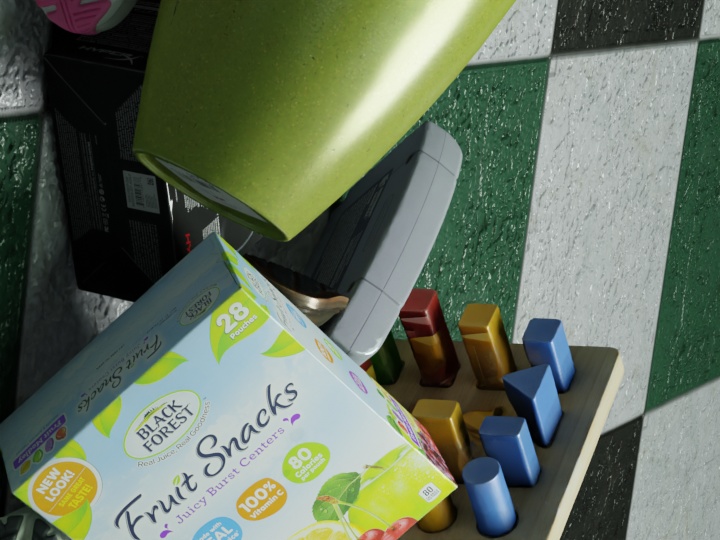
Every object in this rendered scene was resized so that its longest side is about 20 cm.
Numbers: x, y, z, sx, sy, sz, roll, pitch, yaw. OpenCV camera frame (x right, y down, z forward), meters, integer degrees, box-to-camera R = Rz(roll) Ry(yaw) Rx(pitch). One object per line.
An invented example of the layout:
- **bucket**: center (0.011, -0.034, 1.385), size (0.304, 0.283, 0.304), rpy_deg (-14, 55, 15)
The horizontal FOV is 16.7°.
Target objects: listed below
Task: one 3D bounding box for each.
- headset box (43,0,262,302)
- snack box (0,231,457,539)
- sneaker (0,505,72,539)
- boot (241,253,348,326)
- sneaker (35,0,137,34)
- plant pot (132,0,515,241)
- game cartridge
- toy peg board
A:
- **headset box**: center (-0.087, -0.093, 1.390), size (0.200, 0.077, 0.150), rpy_deg (-48, 141, -48)
- **snack box**: center (-0.073, 0.104, 1.347), size (0.169, 0.068, 0.200), rpy_deg (-42, 123, 8)
- **sneaker**: center (-0.179, 0.228, 1.352), size (0.080, 0.077, 0.202), rpy_deg (0, 102, -73)
- **boot**: center (-0.060, 0.045, 1.443), size (0.200, 0.074, 0.098), rpy_deg (-173, -74, -83)
- **sneaker**: center (-0.114, -0.216, 1.274), size (0.088, 0.081, 0.202), rpy_deg (22, 82, -63)
- **plant pot**: center (-0.030, -0.125, 1.248), size (0.201, 0.186, 0.187), rpy_deg (-60, 152, -7)
- **game cartridge**: center (0.000, 0.000, 1.544), size (0.041, 0.133, 0.201), rpy_deg (39, 47, -16)
- **toy peg board**: center (0.043, 0.091, 1.584), size (0.201, 0.198, 0.098), rpy_deg (-63, 144, -42)
